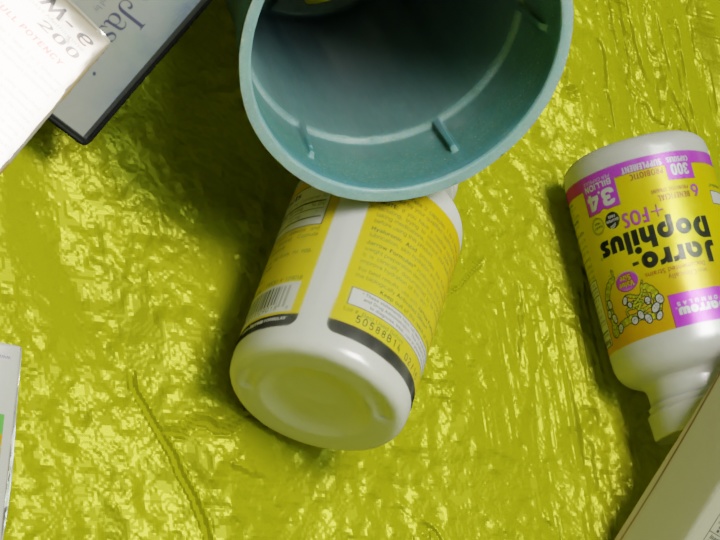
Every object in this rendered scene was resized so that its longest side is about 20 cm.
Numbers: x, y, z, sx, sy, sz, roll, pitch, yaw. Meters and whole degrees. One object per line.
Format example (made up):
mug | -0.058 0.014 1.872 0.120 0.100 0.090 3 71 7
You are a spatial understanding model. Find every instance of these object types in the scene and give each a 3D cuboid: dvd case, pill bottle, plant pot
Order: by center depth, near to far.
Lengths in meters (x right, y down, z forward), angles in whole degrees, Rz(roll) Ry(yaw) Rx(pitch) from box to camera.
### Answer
dvd case | -0.188 -0.179 1.264 0.200 0.143 0.018 37 17 -19
plant pot | 0.000 -0.177 1.357 0.200 0.200 0.196 23 22 -30
pill bottle | 0.000 0.000 1.381 0.111 0.111 0.200 35 53 -22
pill bottle | 0.212 0.013 1.554 0.104 0.104 0.201 -3 72 -40

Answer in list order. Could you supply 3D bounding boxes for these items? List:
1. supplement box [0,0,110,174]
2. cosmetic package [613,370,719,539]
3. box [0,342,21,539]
supplement box | -0.233 -0.060 1.181 0.074 0.126 0.200 44 63 -16
cosmetic package | 0.250 0.151 1.475 0.103 0.073 0.200 32 91 -26
box | -0.280 0.076 1.107 0.200 0.112 0.102 13 74 -36
